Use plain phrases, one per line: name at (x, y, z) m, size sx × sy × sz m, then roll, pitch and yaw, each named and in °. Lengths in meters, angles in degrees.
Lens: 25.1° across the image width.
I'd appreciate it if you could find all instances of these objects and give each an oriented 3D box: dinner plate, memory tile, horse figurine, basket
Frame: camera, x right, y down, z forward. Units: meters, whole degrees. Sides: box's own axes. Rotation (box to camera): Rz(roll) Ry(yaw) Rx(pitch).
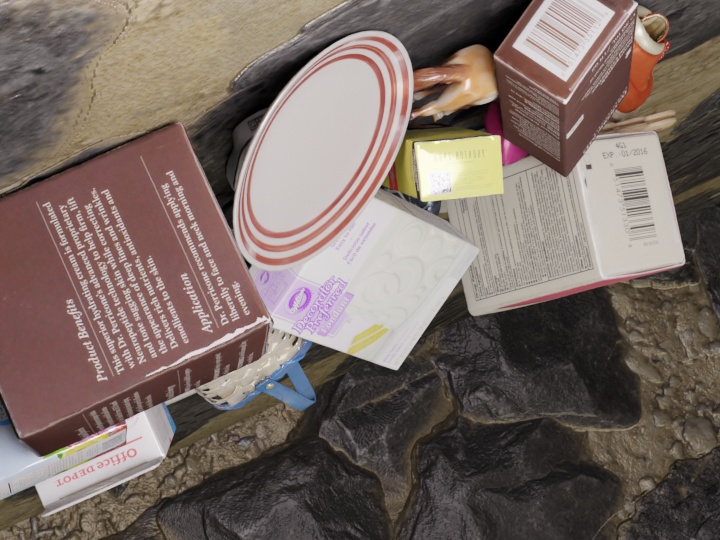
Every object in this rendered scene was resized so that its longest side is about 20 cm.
dinner plate at (-0.031, -0.092, 1.217) m, size 0.200 × 0.024 × 0.201 m, roll -38°, pitch 148°, yaw -29°
memory tile at (0.198, -0.118, 1.589) m, size 0.153 × 0.017 × 0.199 m, roll -15°, pitch 180°, yaw -45°
horse figurine at (0.081, -0.156, 1.339) m, size 0.132 × 0.050 × 0.200 m, roll -22°, pitch 177°, yaw 28°
basket at (-0.123, 0.043, 1.555) m, size 0.139 × 0.177 × 0.200 m, roll -38°, pitch 154°, yaw 14°

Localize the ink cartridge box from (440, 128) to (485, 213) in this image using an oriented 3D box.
ink cartridge box at (0.098, -0.101, 1.732) m, size 0.199 × 0.057 × 0.162 m, roll -26°, pitch 173°, yaw -31°

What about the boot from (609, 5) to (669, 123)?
boot at (0.256, -0.199, 1.530) m, size 0.107 × 0.075 × 0.200 m, roll -34°, pitch 168°, yaw 22°

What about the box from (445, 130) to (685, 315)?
box at (0.186, -0.042, 1.502) m, size 0.108 × 0.129 × 0.199 m, roll -9°, pitch 175°, yaw -34°

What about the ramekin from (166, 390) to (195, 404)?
ramekin at (-0.208, 0.087, 1.809) m, size 0.201 × 0.095 × 0.202 m, roll -25°, pitch 171°, yaw -4°

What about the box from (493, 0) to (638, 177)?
box at (0.166, -0.158, 1.306) m, size 0.100 × 0.075 × 0.200 m, roll -54°, pitch 168°, yaw -6°

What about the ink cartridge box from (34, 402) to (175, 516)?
ink cartridge box at (-0.233, 0.149, 1.431) m, size 0.114 × 0.068 × 0.200 m, roll -24°, pitch -176°, yaw -2°

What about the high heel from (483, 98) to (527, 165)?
high heel at (0.152, -0.130, 1.509) m, size 0.067 × 0.097 × 0.200 m, roll 8°, pitch 175°, yaw 21°

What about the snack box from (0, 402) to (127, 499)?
snack box at (-0.313, 0.100, 1.316) m, size 0.199 × 0.170 × 0.068 m, roll -24°, pitch 164°, yaw -15°

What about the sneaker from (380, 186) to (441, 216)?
sneaker at (0.029, -0.060, 1.683) m, size 0.086 × 0.078 × 0.199 m, roll -13°, pitch 176°, yaw -35°

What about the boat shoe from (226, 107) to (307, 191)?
boat shoe at (-0.065, -0.074, 1.328) m, size 0.070 × 0.070 × 0.200 m, roll -24°, pitch 171°, yaw -10°

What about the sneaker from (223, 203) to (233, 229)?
sneaker at (-0.028, -0.040, 1.528) m, size 0.199 × 0.105 × 0.060 m, roll -19°, pitch 170°, yaw -36°

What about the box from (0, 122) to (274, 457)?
box at (-0.188, 0.019, 1.207) m, size 0.198 × 0.167 × 0.164 m, roll -24°, pitch 172°, yaw -9°

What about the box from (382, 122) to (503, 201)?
box at (0.058, -0.094, 1.367) m, size 0.074 × 0.051 × 0.200 m, roll -6°, pitch -170°, yaw -12°

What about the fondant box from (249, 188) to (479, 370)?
fondant box at (0.000, 0.000, 1.473) m, size 0.199 × 0.058 × 0.145 m, roll 23°, pitch 106°, yaw -48°
